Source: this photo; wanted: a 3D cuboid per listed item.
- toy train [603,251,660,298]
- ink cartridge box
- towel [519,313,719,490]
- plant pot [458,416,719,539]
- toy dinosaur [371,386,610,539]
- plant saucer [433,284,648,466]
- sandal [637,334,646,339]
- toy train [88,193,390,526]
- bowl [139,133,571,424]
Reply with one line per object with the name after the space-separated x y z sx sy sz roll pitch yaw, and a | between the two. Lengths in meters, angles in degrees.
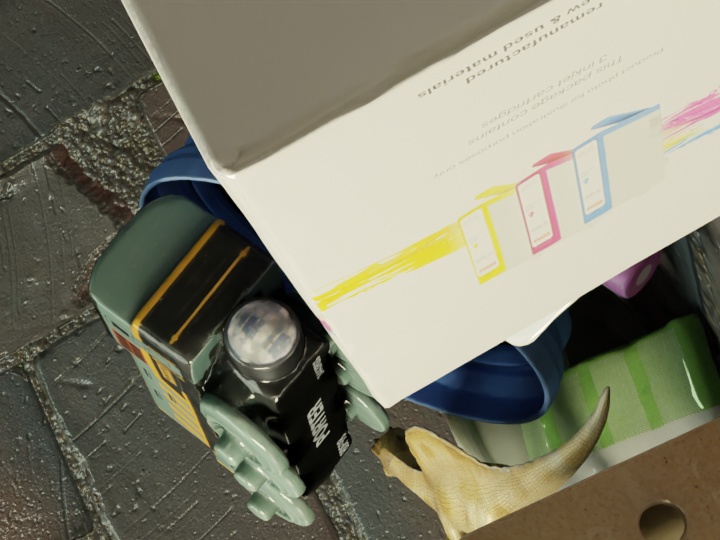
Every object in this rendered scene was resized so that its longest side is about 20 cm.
0.051 -0.054 0.778 0.150 0.056 0.200 36 180 -3 | toy train
0.017 -0.068 0.461 0.129 0.125 0.200 61 -179 19 | ink cartridge box
0.141 0.130 0.906 0.149 0.031 0.201 -29 75 59 | towel
0.118 0.157 0.698 0.177 0.199 0.201 82 162 -55 | plant pot
0.061 0.103 0.901 0.101 0.058 0.200 50 156 -14 | toy dinosaur
0.113 0.061 1.046 0.200 0.050 0.201 36 -143 -34 | plant saucer
0.173 0.122 0.990 0.201 0.045 0.075 61 -179 -19 | sandal
-0.052 0.042 0.906 0.114 0.085 0.200 37 167 15 | toy train
0.000 0.000 0.895 0.200 0.040 0.201 26 162 9 | bowl
